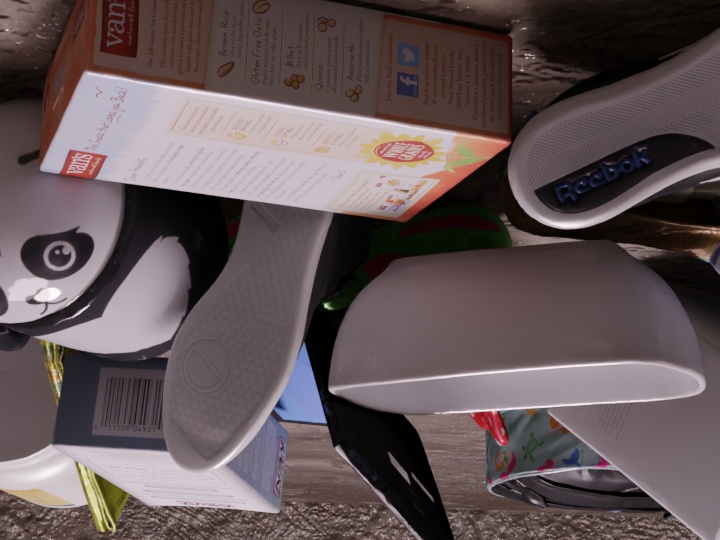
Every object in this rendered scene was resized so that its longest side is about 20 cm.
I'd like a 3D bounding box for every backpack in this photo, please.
[{"bbox_3d":[0.214,0.156,1.365,0.198,0.152,0.178,-1,164,-16],"label":"backpack"}]

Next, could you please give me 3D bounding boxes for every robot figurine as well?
[{"bbox_3d":[-0.150,-0.017,0.811,0.124,0.152,0.200,18,175,29],"label":"robot figurine"}]

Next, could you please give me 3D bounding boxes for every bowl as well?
[{"bbox_3d":[0.093,0.036,0.836,0.198,0.076,0.200,-5,167,17],"label":"bowl"}]

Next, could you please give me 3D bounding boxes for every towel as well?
[{"bbox_3d":[-0.167,0.082,0.969,0.018,0.086,0.201,13,137,17],"label":"towel"}]

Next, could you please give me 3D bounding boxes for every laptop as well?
[{"bbox_3d":[-0.034,0.101,0.927,0.103,0.201,0.178,-29,134,10],"label":"laptop"}]

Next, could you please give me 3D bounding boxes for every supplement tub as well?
[{"bbox_3d":[-0.233,0.092,1.068,0.143,0.146,0.200,2,165,3],"label":"supplement tub"}]

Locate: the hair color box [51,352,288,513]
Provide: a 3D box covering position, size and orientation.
[{"bbox_3d":[-0.116,0.109,0.947,0.098,0.061,0.200,2,161,10],"label":"hair color box"}]

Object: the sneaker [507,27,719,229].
[{"bbox_3d":[0.160,-0.080,0.669,0.198,0.074,0.112,-16,-170,6],"label":"sneaker"}]

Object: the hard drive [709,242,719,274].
[{"bbox_3d":[0.263,-0.020,0.784,0.132,0.025,0.200,-45,151,9],"label":"hard drive"}]

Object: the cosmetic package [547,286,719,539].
[{"bbox_3d":[0.282,0.109,1.061,0.198,0.124,0.200,12,-166,-33],"label":"cosmetic package"}]

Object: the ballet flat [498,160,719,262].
[{"bbox_3d":[0.176,-0.047,0.799,0.198,0.068,0.073,8,146,-5],"label":"ballet flat"}]

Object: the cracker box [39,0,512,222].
[{"bbox_3d":[-0.044,-0.079,0.695,0.198,0.058,0.134,7,164,-20],"label":"cracker box"}]

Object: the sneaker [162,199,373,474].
[{"bbox_3d":[-0.044,0.021,0.826,0.070,0.202,0.099,20,178,20],"label":"sneaker"}]

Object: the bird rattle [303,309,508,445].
[{"bbox_3d":[0.008,0.064,1.012,0.162,0.114,0.199,19,180,-37],"label":"bird rattle"}]

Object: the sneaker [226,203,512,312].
[{"bbox_3d":[0.000,0.000,0.955,0.198,0.078,0.084,2,162,7],"label":"sneaker"}]
